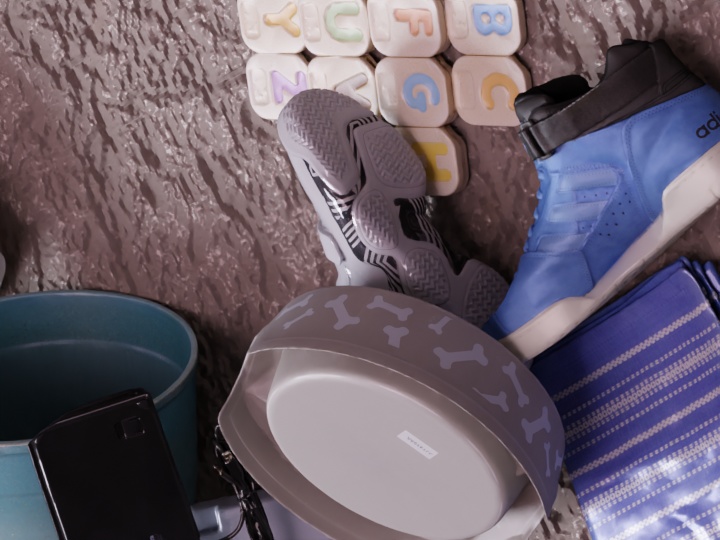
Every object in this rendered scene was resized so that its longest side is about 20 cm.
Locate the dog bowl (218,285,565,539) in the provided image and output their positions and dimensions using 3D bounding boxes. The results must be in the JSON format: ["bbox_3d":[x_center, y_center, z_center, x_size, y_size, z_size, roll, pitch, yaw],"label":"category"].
[{"bbox_3d":[0.021,0.086,1.619,0.199,0.059,0.200,20,147,13],"label":"dog bowl"}]

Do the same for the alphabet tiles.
[{"bbox_3d":[0.007,-0.140,1.660,0.195,0.015,0.201,5,109,36],"label":"alphabet tiles"}]

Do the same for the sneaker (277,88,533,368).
[{"bbox_3d":[0.000,0.000,1.666,0.115,0.075,0.200,-34,96,41],"label":"sneaker"}]

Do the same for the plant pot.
[{"bbox_3d":[-0.189,0.139,1.806,0.199,0.200,0.189,13,121,33],"label":"plant pot"}]

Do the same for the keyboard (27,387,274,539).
[{"bbox_3d":[-0.102,0.160,1.696,0.127,0.021,0.201,-17,106,-1],"label":"keyboard"}]

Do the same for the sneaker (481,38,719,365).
[{"bbox_3d":[0.110,-0.040,1.571,0.111,0.077,0.200,49,122,5],"label":"sneaker"}]

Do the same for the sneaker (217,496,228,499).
[{"bbox_3d":[-0.044,0.234,1.800,0.082,0.075,0.201,-9,100,41],"label":"sneaker"}]

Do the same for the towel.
[{"bbox_3d":[0.167,0.109,1.591,0.145,0.024,0.201,-35,67,41],"label":"towel"}]

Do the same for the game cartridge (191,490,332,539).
[{"bbox_3d":[-0.015,0.220,1.747,0.133,0.040,0.201,-10,101,7],"label":"game cartridge"}]

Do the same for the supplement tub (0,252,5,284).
[{"bbox_3d":[-0.333,-0.034,1.873,0.200,0.144,0.145,44,128,16],"label":"supplement tub"}]
